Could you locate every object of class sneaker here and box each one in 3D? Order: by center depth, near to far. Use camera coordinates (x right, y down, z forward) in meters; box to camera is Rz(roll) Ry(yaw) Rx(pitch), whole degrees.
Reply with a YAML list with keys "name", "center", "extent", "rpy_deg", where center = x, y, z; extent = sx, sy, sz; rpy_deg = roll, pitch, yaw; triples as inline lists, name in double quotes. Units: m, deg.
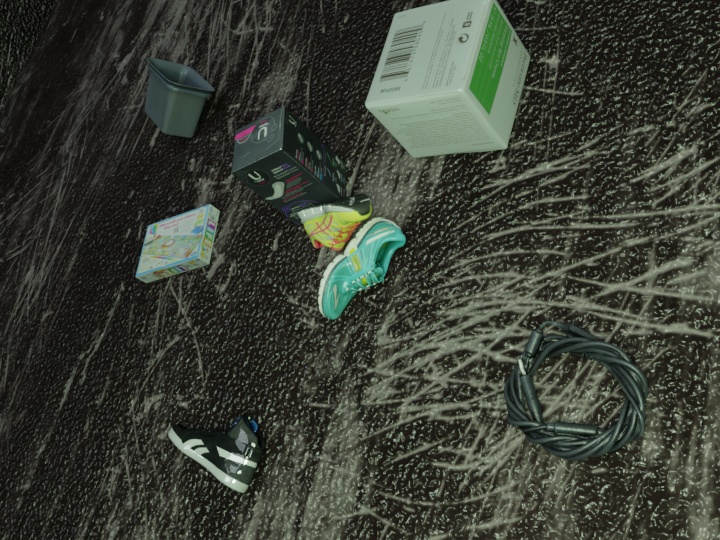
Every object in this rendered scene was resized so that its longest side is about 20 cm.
- name: "sneaker"
  center: [0.000, 0.000, 1.267]
  extent: [0.079, 0.077, 0.201]
  rpy_deg: [35, 88, 36]
- name: "sneaker"
  center: [-0.238, 0.287, 1.288]
  extent: [0.199, 0.073, 0.112]
  rpy_deg: [24, 77, 36]
- name: "sneaker"
  center: [-0.036, -0.081, 1.322]
  extent: [0.200, 0.078, 0.091]
  rpy_deg: [-5, 100, 60]

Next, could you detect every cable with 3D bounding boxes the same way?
- name: "cable"
  center: [0.275, 0.161, 0.968]
  extent: [0.164, 0.051, 0.200]
  rpy_deg: [-54, 46, -1]

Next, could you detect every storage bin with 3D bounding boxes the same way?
- name: "storage bin"
  center: [-0.451, -0.420, 1.843]
  extent: [0.200, 0.145, 0.135]
  rpy_deg: [46, 123, 44]

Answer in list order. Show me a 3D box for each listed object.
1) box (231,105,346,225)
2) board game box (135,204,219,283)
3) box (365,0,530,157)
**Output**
- name: "box"
  center: [-0.129, -0.190, 1.390]
  extent: [0.122, 0.200, 0.107]
  rpy_deg: [-19, 54, 28]
- name: "board game box"
  center: [-0.403, -0.058, 1.643]
  extent: [0.199, 0.034, 0.135]
  rpy_deg: [-14, 57, 32]
- name: "box"
  center: [0.151, -0.323, 1.269]
  extent: [0.199, 0.171, 0.200]
  rpy_deg: [2, 66, 38]
